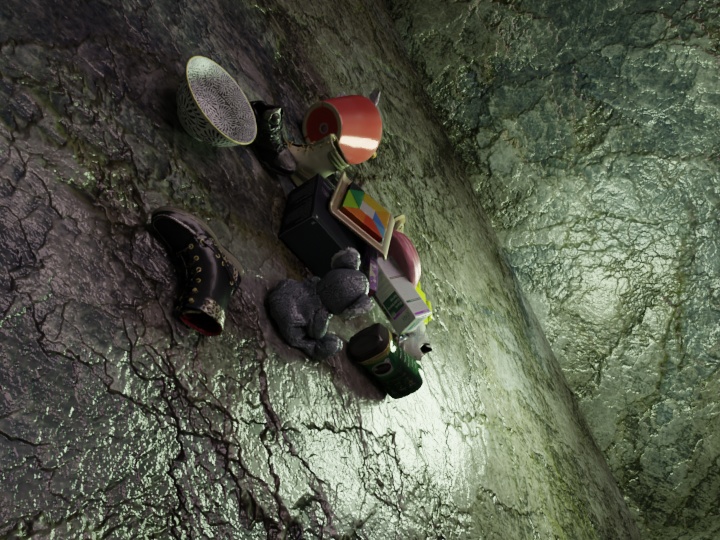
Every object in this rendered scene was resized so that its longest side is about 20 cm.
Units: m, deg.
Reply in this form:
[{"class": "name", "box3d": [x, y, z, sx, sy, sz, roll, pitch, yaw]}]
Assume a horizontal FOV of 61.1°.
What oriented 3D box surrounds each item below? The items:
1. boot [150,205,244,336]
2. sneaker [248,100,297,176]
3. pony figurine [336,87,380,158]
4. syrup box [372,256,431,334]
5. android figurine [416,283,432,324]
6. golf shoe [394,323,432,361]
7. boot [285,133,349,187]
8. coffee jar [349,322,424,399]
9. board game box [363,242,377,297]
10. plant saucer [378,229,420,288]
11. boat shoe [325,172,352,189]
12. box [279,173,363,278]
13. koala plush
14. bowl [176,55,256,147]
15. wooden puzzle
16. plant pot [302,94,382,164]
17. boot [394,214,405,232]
[{"class": "boot", "box3d": [-0.285, 0.001, 1.034, 0.204, 0.073, 0.155, 47, 31, -33]}, {"class": "sneaker", "box3d": [-0.206, -0.314, 1.440, 0.076, 0.114, 0.200, -47, 111, -34]}, {"class": "pony figurine", "box3d": [-0.001, -0.503, 2.039, 0.201, 0.165, 0.195, 60, 27, -46]}, {"class": "syrup box", "box3d": [0.093, 0.065, 1.639, 0.081, 0.079, 0.201, -8, 58, -48]}, {"class": "android figurine", "box3d": [0.162, 0.092, 1.876, 0.182, 0.041, 0.201, 45, 28, -35]}, {"class": "golf shoe", "box3d": [0.155, 0.199, 1.667, 0.200, 0.096, 0.079, -37, 143, -61]}, {"class": "boot", "box3d": [-0.137, -0.309, 1.535, 0.200, 0.154, 0.072, 52, 27, -24]}, {"class": "coffee jar", "box3d": [0.062, 0.217, 1.473, 0.200, 0.104, 0.086, 49, 25, -29]}, {"class": "board game box", "box3d": [0.000, 0.000, 1.527, 0.032, 0.120, 0.201, 22, 46, -21]}, {"class": "plant saucer", "box3d": [0.109, -0.028, 1.722, 0.050, 0.200, 0.202, -21, 82, -21]}, {"class": "boat shoe", "box3d": [-0.051, -0.221, 1.627, 0.072, 0.071, 0.200, 45, 2, -40]}, {"class": "box", "box3d": [-0.087, -0.095, 1.485, 0.200, 0.104, 0.183, 48, 27, -30]}, {"class": "koala plush", "box3d": [-0.065, 0.061, 1.257, 0.183, 0.199, 0.179, 30, 41, -50]}, {"class": "bowl", "box3d": [-0.317, -0.330, 1.271, 0.201, 0.094, 0.202, 45, 30, -34]}, {"class": "wooden puzzle", "box3d": [0.012, -0.142, 1.516, 0.200, 0.037, 0.186, 42, 32, -18]}, {"class": "plant pot", "box3d": [-0.061, -0.410, 1.768, 0.177, 0.199, 0.202, -16, 80, -56]}, {"class": "boot", "box3d": [0.122, -0.087, 1.931, 0.156, 0.072, 0.200, 60, 26, -7]}]
